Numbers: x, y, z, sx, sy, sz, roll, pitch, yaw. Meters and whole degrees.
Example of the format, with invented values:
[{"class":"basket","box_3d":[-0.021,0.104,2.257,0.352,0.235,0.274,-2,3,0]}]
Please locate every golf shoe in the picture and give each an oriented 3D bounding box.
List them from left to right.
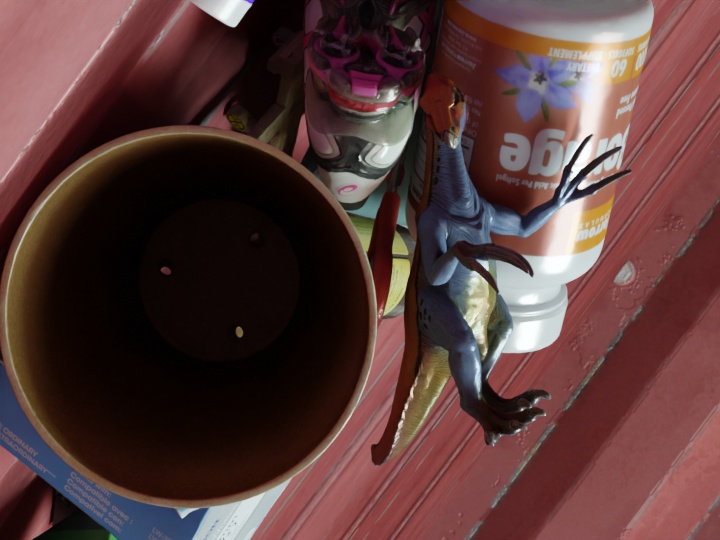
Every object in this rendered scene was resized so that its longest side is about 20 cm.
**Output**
[{"class":"golf shoe","box_3d":[0.000,-0.113,1.424,0.200,0.072,0.093,-76,177,-56]}]

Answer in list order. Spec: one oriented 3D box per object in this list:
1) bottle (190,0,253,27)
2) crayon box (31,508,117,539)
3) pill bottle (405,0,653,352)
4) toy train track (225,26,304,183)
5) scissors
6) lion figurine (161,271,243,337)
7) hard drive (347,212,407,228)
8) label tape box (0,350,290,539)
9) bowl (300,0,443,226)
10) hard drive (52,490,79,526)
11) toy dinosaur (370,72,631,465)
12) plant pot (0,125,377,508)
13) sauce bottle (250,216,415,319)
[{"class":"bottle","box_3d":[-0.019,-0.204,1.211,0.200,0.065,0.084,-54,168,8]},{"class":"crayon box","box_3d":[-0.180,0.238,1.635,0.119,0.058,0.201,-34,-151,33]},{"class":"pill bottle","box_3d":[0.086,-0.063,1.448,0.112,0.112,0.201,-35,140,-57]},{"class":"toy train track","box_3d":[-0.054,-0.082,1.531,0.115,0.032,0.200,-49,169,-25]},{"class":"scissors","box_3d":[0.014,-0.037,1.443,0.073,0.014,0.201,108,-8,-56]},{"class":"lion figurine","box_3d":[-0.076,0.047,1.604,0.073,0.122,0.200,-55,168,15]},{"class":"hard drive","box_3d":[0.047,-0.073,1.758,0.200,0.026,0.132,-44,-161,35]},{"class":"label tape box","box_3d":[-0.133,0.101,1.480,0.066,0.143,0.200,-55,169,10]},{"class":"bowl","box_3d":[0.055,-0.102,1.576,0.201,0.105,0.201,-57,-173,10]},{"class":"hard drive","box_3d":[-0.121,0.083,1.757,0.200,0.038,0.140,-46,167,-29]},{"class":"toy dinosaur","box_3d":[0.041,-0.003,1.372,0.199,0.182,0.105,-22,-175,24]},{"class":"plant pot","box_3d":[-0.080,0.015,1.406,0.187,0.186,0.200,-54,-179,6]},{"class":"sauce bottle","box_3d":[0.000,0.000,1.645,0.065,0.065,0.200,-56,152,16]}]
